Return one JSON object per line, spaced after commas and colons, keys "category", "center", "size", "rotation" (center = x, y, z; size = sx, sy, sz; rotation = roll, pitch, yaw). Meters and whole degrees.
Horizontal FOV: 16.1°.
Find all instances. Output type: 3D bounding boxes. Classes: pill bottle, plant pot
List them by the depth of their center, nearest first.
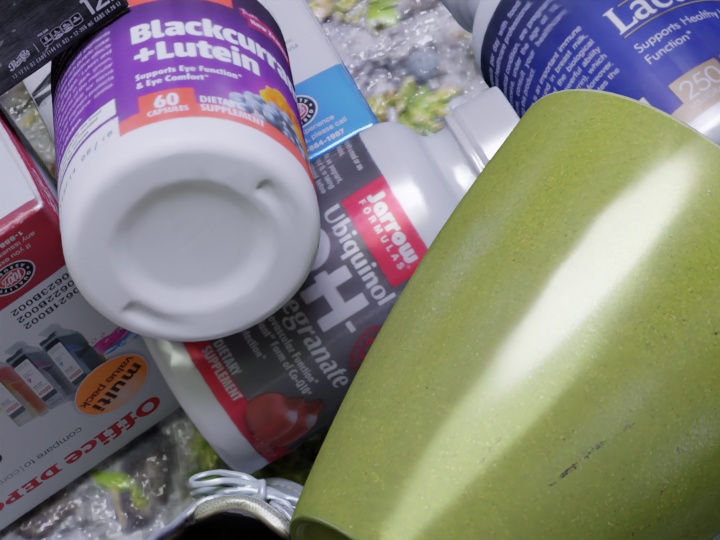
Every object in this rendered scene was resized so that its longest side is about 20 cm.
{"category": "plant pot", "center": [0.071, 0.062, 1.016], "size": [0.187, 0.187, 0.200], "rotation": [33, 65, 29]}
{"category": "pill bottle", "center": [-0.083, -0.070, 1.146], "size": [0.111, 0.112, 0.200], "rotation": [-20, 38, 5]}
{"category": "pill bottle", "center": [0.000, 0.000, 1.192], "size": [0.200, 0.111, 0.111], "rotation": [-32, 57, 3]}
{"category": "pill bottle", "center": [0.124, -0.101, 1.217], "size": [0.116, 0.116, 0.200], "rotation": [-35, 58, -5]}

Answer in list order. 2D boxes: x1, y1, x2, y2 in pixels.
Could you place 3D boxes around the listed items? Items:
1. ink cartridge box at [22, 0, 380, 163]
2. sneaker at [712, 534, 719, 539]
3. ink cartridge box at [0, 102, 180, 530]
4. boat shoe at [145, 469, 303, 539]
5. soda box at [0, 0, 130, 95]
{"category": "ink cartridge box", "center": [-0.085, -0.090, 1.292], "size": [0.144, 0.084, 0.200], "rotation": [-29, 58, -1]}
{"category": "sneaker", "center": [0.250, 0.089, 1.065], "size": [0.200, 0.080, 0.131], "rotation": [-32, 22, 4]}
{"category": "ink cartridge box", "center": [-0.198, 0.009, 1.202], "size": [0.145, 0.200, 0.145], "rotation": [-34, 57, -2]}
{"category": "boat shoe", "center": [-0.058, 0.124, 1.111], "size": [0.074, 0.202, 0.065], "rotation": [8, 104, 17]}
{"category": "soda box", "center": [-0.206, -0.095, 1.101], "size": [0.200, 0.071, 0.063], "rotation": [-36, 52, -4]}
